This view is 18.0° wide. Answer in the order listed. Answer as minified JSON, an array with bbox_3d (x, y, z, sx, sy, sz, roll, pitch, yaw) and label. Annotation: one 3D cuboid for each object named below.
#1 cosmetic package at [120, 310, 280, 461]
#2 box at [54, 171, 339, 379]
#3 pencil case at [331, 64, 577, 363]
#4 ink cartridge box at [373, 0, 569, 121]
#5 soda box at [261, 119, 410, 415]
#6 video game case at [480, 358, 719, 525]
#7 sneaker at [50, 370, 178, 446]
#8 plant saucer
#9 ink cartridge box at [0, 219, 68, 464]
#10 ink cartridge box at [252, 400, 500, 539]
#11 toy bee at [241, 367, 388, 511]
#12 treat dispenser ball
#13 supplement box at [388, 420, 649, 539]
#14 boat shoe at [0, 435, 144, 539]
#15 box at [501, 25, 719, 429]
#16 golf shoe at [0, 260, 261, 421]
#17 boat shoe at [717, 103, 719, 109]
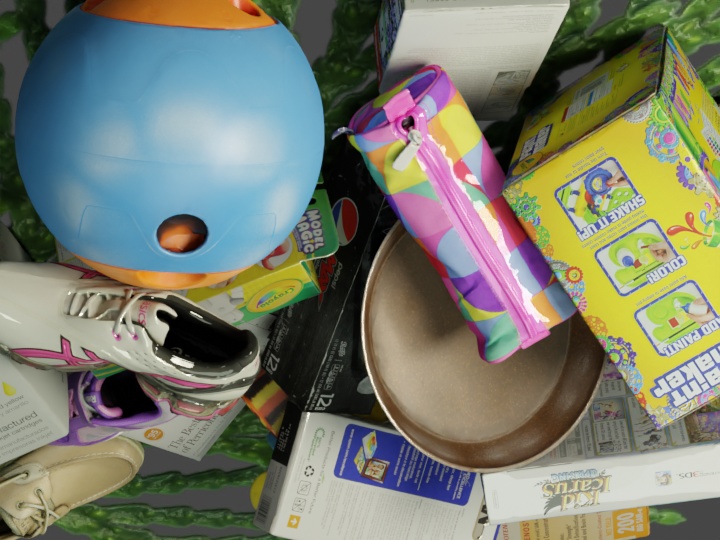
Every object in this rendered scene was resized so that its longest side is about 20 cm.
[{"bbox_3d":[-0.105,0.054,1.696,0.082,0.051,0.200,22,125,-26],"label":"cosmetic package"},{"bbox_3d":[-0.111,-0.014,1.586,0.199,0.118,0.048,-22,144,10],"label":"box"},{"bbox_3d":[0.066,-0.037,1.490,0.088,0.089,0.201,-29,107,16],"label":"pencil case"},{"bbox_3d":[0.066,-0.155,1.520,0.108,0.051,0.200,-3,163,-8],"label":"ink cartridge box"},{"bbox_3d":[0.000,0.000,1.602,0.063,0.071,0.201,4,116,-38],"label":"soda box"},{"bbox_3d":[0.178,0.116,1.653,0.180,0.200,0.046,-9,108,6],"label":"video game case"},{"bbox_3d":[-0.184,0.087,1.648,0.199,0.088,0.081,-16,95,35],"label":"sneaker"},{"bbox_3d":[0.081,0.037,1.563,0.199,0.202,0.034,21,170,-27],"label":"plant saucer"},{"bbox_3d":[-0.312,0.031,1.571,0.144,0.145,0.200,-23,131,11],"label":"ink cartridge box"},{"bbox_3d":[0.021,0.163,1.676,0.199,0.037,0.095,16,91,-31],"label":"ink cartridge box"},{"bbox_3d":[-0.011,0.138,1.718,0.199,0.109,0.131,12,119,-50],"label":"toy bee"},{"bbox_3d":[-0.122,-0.089,1.459,0.199,0.202,0.202,-5,133,-6],"label":"treat dispenser ball"},{"bbox_3d":[0.128,0.166,1.826,0.198,0.074,0.127,-10,133,0],"label":"supplement box"},{"bbox_3d":[-0.261,0.180,1.772,0.198,0.065,0.072,-18,133,6],"label":"boat shoe"},{"bbox_3d":[0.203,-0.034,1.524,0.122,0.200,0.193,-32,100,18],"label":"box"},{"bbox_3d":[-0.159,0.031,1.486,0.198,0.073,0.092,18,150,-13],"label":"golf shoe"},{"bbox_3d":[0.240,-0.044,1.662,0.071,0.065,0.201,21,107,-10],"label":"boat shoe"}]
